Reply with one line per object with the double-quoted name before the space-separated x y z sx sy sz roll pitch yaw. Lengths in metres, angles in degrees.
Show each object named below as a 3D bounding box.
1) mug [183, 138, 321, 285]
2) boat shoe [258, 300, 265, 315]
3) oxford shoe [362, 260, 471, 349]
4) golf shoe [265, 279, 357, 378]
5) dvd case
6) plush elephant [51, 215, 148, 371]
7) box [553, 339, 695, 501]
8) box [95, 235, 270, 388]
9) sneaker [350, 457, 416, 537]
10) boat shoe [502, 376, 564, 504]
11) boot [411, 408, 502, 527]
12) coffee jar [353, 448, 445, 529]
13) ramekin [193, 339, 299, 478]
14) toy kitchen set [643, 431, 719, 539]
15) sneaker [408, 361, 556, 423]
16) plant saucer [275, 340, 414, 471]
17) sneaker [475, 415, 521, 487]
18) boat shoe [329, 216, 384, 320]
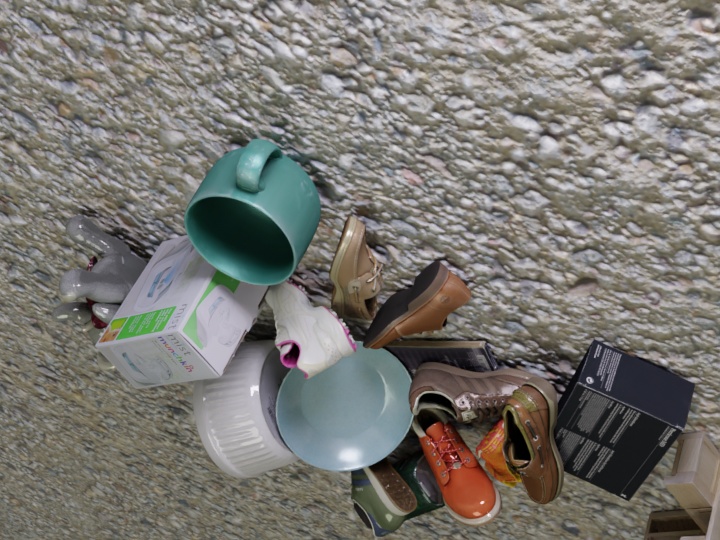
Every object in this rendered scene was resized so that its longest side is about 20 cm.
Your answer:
"mug" -0.115 -0.080 1.370 0.152 0.115 0.184 41 140 -18
"boat shoe" -0.209 0.067 1.638 0.063 0.073 0.199 41 146 -21
"oxford shoe" 0.069 0.063 1.467 0.071 0.072 0.200 33 142 -17
"golf shoe" -0.088 0.075 1.509 0.200 0.091 0.076 33 160 53
"dvd case" 0.110 0.150 1.588 0.198 0.016 0.149 -2 136 32
"plush elephant" -0.369 0.045 1.633 0.199 0.166 0.155 21 123 -33
"box" 0.324 0.197 1.461 0.140 0.079 0.201 26 143 8
"box" -0.227 0.048 1.519 0.175 0.201 0.097 -12 129 41
"sneaker" 0.006 0.309 1.700 0.067 0.201 0.090 2 131 -39
"boat shoe" 0.213 0.231 1.464 0.072 0.068 0.202 25 137 45
"boot" 0.126 0.268 1.577 0.108 0.075 0.200 62 175 -36
"coffee jar" 0.074 0.337 1.756 0.086 0.104 0.200 54 140 2
"ramekin" -0.141 0.196 1.653 0.104 0.201 0.201 -14 128 30
"toy kitchen set" 0.418 0.351 1.515 0.179 0.164 0.200 -17 125 43
"sneaker" 0.160 0.176 1.512 0.198 0.076 0.071 4 138 23
"plant saucer" -0.022 0.185 1.599 0.198 0.039 0.204 -3 111 -9
"sneaker" 0.206 0.252 1.570 0.077 0.073 0.200 38 173 20
"boat shoe" 0.000 0.000 1.439 0.064 0.072 0.201 16 152 7
